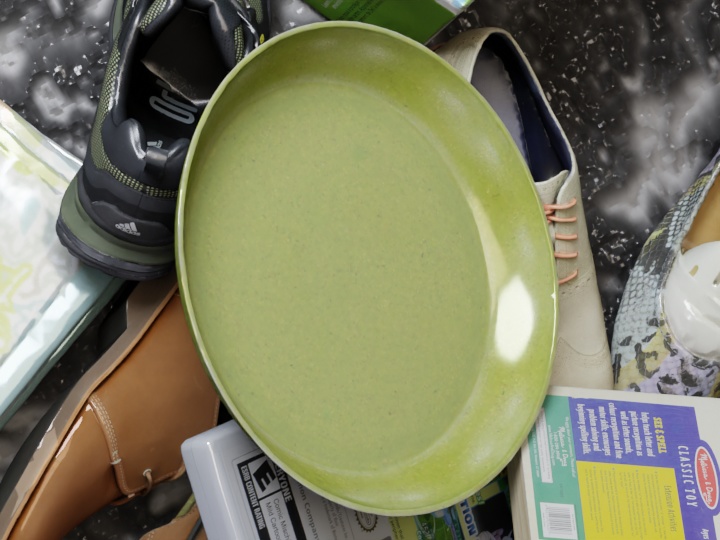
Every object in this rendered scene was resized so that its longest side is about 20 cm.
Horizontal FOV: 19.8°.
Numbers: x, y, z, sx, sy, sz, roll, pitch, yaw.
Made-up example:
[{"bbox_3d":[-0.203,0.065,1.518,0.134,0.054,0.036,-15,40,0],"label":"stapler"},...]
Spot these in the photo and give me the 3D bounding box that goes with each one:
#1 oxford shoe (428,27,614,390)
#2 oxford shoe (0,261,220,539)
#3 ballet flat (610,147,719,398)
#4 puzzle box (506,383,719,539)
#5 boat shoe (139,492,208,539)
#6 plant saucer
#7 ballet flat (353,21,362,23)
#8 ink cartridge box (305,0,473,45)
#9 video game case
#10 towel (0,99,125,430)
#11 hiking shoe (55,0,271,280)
[{"bbox_3d":[0.071,-0.012,0.927,0.071,0.074,0.201,-20,88,-18],"label":"oxford shoe"},{"bbox_3d":[-0.102,0.074,0.877,0.071,0.071,0.200,38,74,-10],"label":"oxford shoe"},{"bbox_3d":[0.177,-0.016,0.958,0.072,0.072,0.201,32,76,-7],"label":"ballet flat"},{"bbox_3d":[0.132,0.136,0.843,0.133,0.025,0.200,5,50,-9],"label":"puzzle box"},{"bbox_3d":[-0.065,0.141,0.859,0.068,0.072,0.200,18,47,24],"label":"boat shoe"},{"bbox_3d":[0.000,0.000,0.836,0.200,0.031,0.201,10,74,-39],"label":"plant saucer"},{"bbox_3d":[-0.002,-0.013,0.916,0.067,0.062,0.201,-7,84,-14],"label":"ballet flat"},{"bbox_3d":[0.051,-0.188,0.883,0.076,0.200,0.148,33,75,-7],"label":"ink cartridge box"},{"bbox_3d":[0.023,0.137,0.866,0.182,0.022,0.201,-21,96,-44],"label":"video game case"},{"bbox_3d":[-0.209,0.003,0.873,0.171,0.048,0.200,39,75,-3],"label":"towel"},{"bbox_3d":[-0.067,-0.094,0.871,0.076,0.101,0.201,20,53,-15],"label":"hiking shoe"}]
